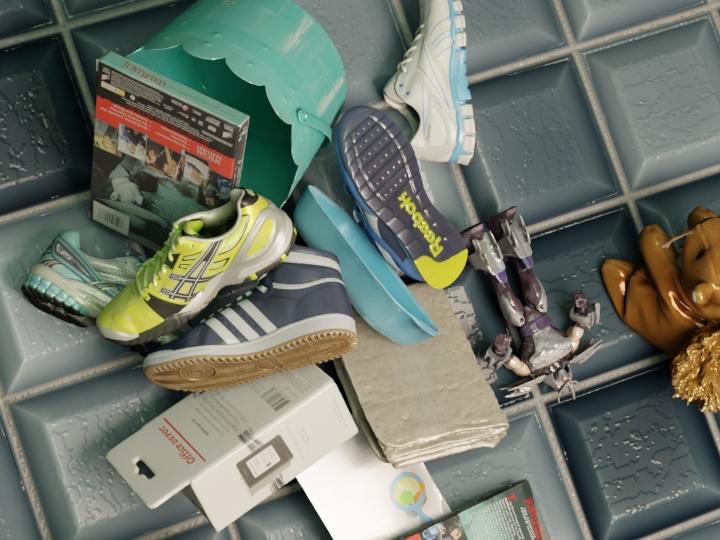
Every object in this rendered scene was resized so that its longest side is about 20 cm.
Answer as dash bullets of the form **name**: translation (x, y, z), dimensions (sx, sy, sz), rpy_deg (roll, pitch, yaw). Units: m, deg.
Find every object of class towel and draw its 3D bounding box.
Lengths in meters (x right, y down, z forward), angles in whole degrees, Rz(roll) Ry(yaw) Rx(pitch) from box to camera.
- **towel**: translation (0.049, 0.096, 1.601), dimensions (0.132, 0.034, 0.200), rpy_deg (-11, 52, -16)

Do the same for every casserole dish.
- **casserole dish**: translation (0.000, 0.000, 1.591), dimensions (0.039, 0.121, 0.200), rpy_deg (-41, 60, 8)

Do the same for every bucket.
- **bucket**: translation (-0.119, -0.157, 1.559), dimensions (0.207, 0.207, 0.135), rpy_deg (39, 48, -3)

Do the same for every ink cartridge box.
- **ink cartridge box**: translation (-0.119, 0.159, 1.541), dimensions (0.200, 0.116, 0.067), rpy_deg (-34, 124, -14)

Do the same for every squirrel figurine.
- **squirrel figurine**: translation (0.345, 0.035, 1.634), dimensions (0.141, 0.187, 0.200), rpy_deg (-12, 83, -14)

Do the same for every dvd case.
- **dvd case**: translation (-0.179, -0.092, 1.529), dimensions (0.146, 0.200, 0.022), rpy_deg (25, 46, 12)
- **dvd case**: translation (0.105, 0.302, 1.591), dimensions (0.200, 0.022, 0.146), rpy_deg (-21, 91, -29)

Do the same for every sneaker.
- **sneaker**: translation (0.024, -0.069, 1.609), dimensions (0.074, 0.082, 0.200), rpy_deg (-38, 116, -20)
- **sneaker**: translation (-0.158, -0.008, 1.497), dimensions (0.200, 0.075, 0.076), rpy_deg (-34, 128, 5)
- **sneaker**: translation (-0.212, 0.025, 1.580), dimensions (0.200, 0.078, 0.086), rpy_deg (26, 73, -6)
- **sneaker**: translation (0.063, -0.203, 1.680), dimensions (0.087, 0.075, 0.200), rpy_deg (-5, 81, -7)
- **sneaker**: translation (-0.104, 0.040, 1.525), dimensions (0.200, 0.070, 0.109), rpy_deg (-13, 62, 10)

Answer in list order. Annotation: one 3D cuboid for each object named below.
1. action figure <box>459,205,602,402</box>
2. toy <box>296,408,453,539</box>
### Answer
- **action figure**: translation (0.165, 0.040, 1.659), dimensions (0.130, 0.069, 0.200), rpy_deg (-27, 91, -25)
- **toy**: translation (0.020, 0.236, 1.604), dimensions (0.115, 0.047, 0.200), rpy_deg (-32, 92, -22)
